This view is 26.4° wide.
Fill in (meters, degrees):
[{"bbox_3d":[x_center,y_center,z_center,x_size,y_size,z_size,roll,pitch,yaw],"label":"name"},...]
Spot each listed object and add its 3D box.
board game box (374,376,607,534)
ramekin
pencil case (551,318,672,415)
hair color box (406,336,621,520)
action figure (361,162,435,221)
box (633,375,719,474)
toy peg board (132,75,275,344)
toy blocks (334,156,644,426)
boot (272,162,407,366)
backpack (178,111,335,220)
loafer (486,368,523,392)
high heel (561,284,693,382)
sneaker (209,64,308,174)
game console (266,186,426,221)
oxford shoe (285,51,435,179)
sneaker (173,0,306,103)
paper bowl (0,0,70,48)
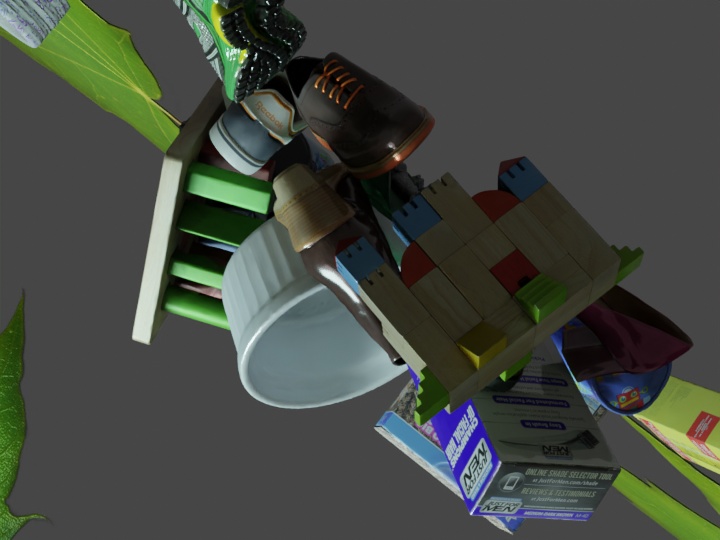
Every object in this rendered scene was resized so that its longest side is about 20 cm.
[{"bbox_3d":[0.137,0.121,1.459,0.159,0.200,0.097,39,174,1],"label":"board game box"},{"bbox_3d":[-0.026,0.024,1.348,0.200,0.200,0.098,48,-165,-56],"label":"ramekin"},{"bbox_3d":[0.179,0.055,1.315,0.087,0.078,0.200,51,169,-29],"label":"pencil case"},{"bbox_3d":[0.110,0.100,1.198,0.109,0.065,0.200,7,-144,-26],"label":"hair color box"},{"bbox_3d":[0.019,-0.085,1.278,0.118,0.055,0.200,61,173,-36],"label":"action figure"},{"bbox_3d":[0.312,0.141,1.286,0.075,0.050,0.200,40,174,-19],"label":"box"},{"bbox_3d":[-0.127,-0.051,1.447,0.097,0.201,0.199,17,-150,3],"label":"toy peg board"},{"bbox_3d":[0.077,-0.004,1.063,0.137,0.200,0.100,50,169,19],"label":"toy blocks"},{"bbox_3d":[0.000,0.000,1.181,0.167,0.072,0.200,56,-172,5],"label":"boot"},{"bbox_3d":[-0.089,-0.087,1.647,0.163,0.154,0.200,32,150,31],"label":"backpack"},{"bbox_3d":[0.119,0.013,1.205,0.072,0.063,0.200,27,-146,-13],"label":"loafer"},{"bbox_3d":[0.177,-0.001,1.156,0.068,0.096,0.200,-83,-30,-48],"label":"high heel"},{"bbox_3d":[-0.079,-0.152,1.376,0.078,0.079,0.200,41,-162,-16],"label":"sneaker"},{"bbox_3d":[0.023,-0.021,1.492,0.176,0.117,0.200,38,174,12],"label":"game console"},{"bbox_3d":[-0.009,-0.123,1.166,0.073,0.071,0.200,47,171,-25],"label":"oxford shoe"},{"bbox_3d":[-0.096,-0.198,1.163,0.085,0.078,0.200,44,167,16],"label":"sneaker"},{"bbox_3d":[-0.401,-0.345,1.672,0.200,0.104,0.201,38,174,5],"label":"paper bowl"}]
